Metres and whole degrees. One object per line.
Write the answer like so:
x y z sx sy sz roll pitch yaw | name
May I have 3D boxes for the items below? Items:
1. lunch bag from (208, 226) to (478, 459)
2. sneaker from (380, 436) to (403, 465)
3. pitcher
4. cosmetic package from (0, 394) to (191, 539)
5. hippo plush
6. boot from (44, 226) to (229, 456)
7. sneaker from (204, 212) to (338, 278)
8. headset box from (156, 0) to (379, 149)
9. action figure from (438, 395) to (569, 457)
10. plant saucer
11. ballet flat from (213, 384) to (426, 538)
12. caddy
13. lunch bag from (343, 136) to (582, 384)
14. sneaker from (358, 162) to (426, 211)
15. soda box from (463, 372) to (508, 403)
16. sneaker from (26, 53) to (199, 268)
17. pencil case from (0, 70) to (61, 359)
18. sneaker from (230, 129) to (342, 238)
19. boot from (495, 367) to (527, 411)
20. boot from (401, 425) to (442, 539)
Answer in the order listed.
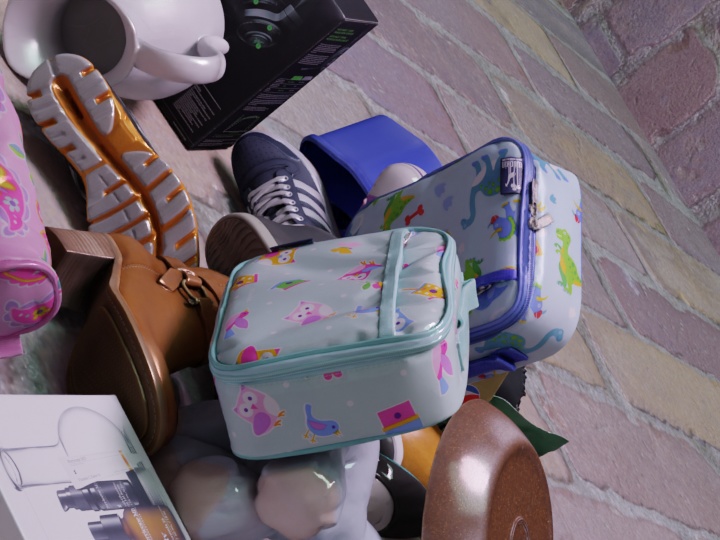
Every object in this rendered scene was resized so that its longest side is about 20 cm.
-0.007 0.036 1.077 0.200 0.159 0.078 -83 159 -68 | lunch bag
-0.052 0.084 1.300 0.200 0.071 0.099 51 22 8 | sneaker
-0.164 -0.186 1.381 0.171 0.122 0.200 20 17 13 | pitcher
-0.149 0.163 0.952 0.201 0.052 0.151 59 23 18 | cosmetic package
-0.046 0.166 1.112 0.200 0.158 0.162 -43 126 -57 | hippo plush
-0.124 0.050 1.137 0.155 0.077 0.200 14 25 -43 | boot
-0.023 0.042 1.241 0.106 0.075 0.201 -3 60 -53 | sneaker
-0.108 -0.234 1.518 0.175 0.200 0.093 54 19 7 | headset box
0.065 0.122 1.478 0.200 0.118 0.055 39 34 -14 | action figure
0.094 0.188 1.182 0.200 0.036 0.202 -2 90 -65 | plant saucer
-0.031 0.146 1.251 0.200 0.068 0.069 38 32 -11 | ballet flat
0.008 -0.052 1.554 0.200 0.104 0.142 42 -31 56 | caddy
0.070 0.005 1.272 0.082 0.199 0.162 26 58 -37 | lunch bag
0.001 0.000 1.387 0.114 0.072 0.202 28 75 -58 | sneaker
0.094 0.056 1.453 0.068 0.064 0.200 31 18 1 | soda box
-0.172 -0.065 1.271 0.201 0.078 0.077 63 0 8 | sneaker
-0.240 -0.045 1.062 0.087 0.087 0.201 29 31 -50 | pencil case
-0.069 -0.040 1.467 0.201 0.070 0.108 62 19 16 | sneaker
0.098 0.091 1.636 0.162 0.073 0.199 43 21 -37 | boot
0.065 0.174 1.333 0.202 0.071 0.144 57 -9 -9 | boot
